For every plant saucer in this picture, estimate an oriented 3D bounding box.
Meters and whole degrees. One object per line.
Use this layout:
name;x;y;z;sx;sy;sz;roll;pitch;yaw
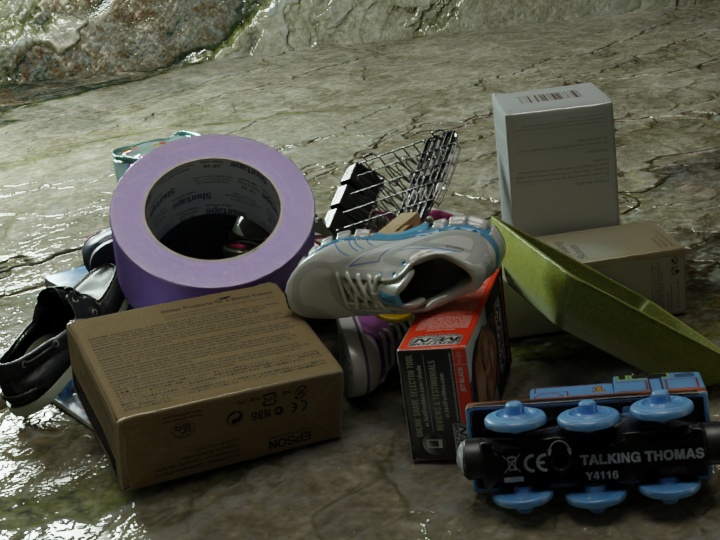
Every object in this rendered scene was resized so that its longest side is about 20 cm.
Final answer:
plant saucer;0.216;0.036;1.184;0.199;0.048;0.200;26;9;-20

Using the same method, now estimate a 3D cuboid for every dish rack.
dish rack;0.036;-0.078;1.492;0.199;0.055;0.154;-17;43;45

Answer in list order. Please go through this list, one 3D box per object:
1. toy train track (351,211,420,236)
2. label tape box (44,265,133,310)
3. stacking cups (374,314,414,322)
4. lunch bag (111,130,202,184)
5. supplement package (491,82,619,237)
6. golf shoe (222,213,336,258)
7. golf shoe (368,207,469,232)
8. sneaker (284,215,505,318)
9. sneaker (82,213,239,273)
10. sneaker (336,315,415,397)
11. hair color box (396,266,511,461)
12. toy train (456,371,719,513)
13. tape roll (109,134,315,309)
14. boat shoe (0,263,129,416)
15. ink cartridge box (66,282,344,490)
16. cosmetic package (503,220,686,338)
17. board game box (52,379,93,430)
toy train track;0.000;0.000;1.309;0.114;0.033;0.200;-3;25;41
label tape box;-0.228;0.037;1.421;0.144;0.064;0.200;-18;23;-34
stacking cups;0.057;0.001;1.276;0.060;0.061;0.200;0;10;18
lunch bag;-0.196;-0.068;1.552;0.121;0.171;0.200;-19;18;-30
supplement package;0.211;-0.090;1.434;0.116;0.201;0.117;-6;18;0
golf shoe;-0.042;-0.017;1.389;0.199;0.089;0.077;18;-20;2
golf shoe;0.096;-0.045;1.548;0.091;0.076;0.199;-18;22;-40
sneaker;0.021;0.007;1.125;0.199;0.075;0.087;-15;21;21
sneaker;-0.203;-0.037;1.426;0.199;0.071;0.082;-11;22;-23
sneaker;0.033;0.059;1.259;0.114;0.073;0.201;-3;18;1
hair color box;0.085;0.074;1.143;0.061;0.102;0.200;-3;19;16
toy train;0.173;0.127;0.994;0.199;0.087;0.114;-6;9;9
tape roll;-0.144;-0.034;1.306;0.199;0.085;0.201;1;50;-1
boat shoe;-0.290;0.048;1.282;0.074;0.066;0.200;-2;40;37
ink cartridge box;-0.135;0.094;1.145;0.199;0.076;0.165;-11;31;-21
cosmetic package;0.218;0.009;1.344;0.199;0.074;0.104;-8;18;-7
board game box;-0.180;0.101;1.274;0.199;0.026;0.200;-18;21;-32
